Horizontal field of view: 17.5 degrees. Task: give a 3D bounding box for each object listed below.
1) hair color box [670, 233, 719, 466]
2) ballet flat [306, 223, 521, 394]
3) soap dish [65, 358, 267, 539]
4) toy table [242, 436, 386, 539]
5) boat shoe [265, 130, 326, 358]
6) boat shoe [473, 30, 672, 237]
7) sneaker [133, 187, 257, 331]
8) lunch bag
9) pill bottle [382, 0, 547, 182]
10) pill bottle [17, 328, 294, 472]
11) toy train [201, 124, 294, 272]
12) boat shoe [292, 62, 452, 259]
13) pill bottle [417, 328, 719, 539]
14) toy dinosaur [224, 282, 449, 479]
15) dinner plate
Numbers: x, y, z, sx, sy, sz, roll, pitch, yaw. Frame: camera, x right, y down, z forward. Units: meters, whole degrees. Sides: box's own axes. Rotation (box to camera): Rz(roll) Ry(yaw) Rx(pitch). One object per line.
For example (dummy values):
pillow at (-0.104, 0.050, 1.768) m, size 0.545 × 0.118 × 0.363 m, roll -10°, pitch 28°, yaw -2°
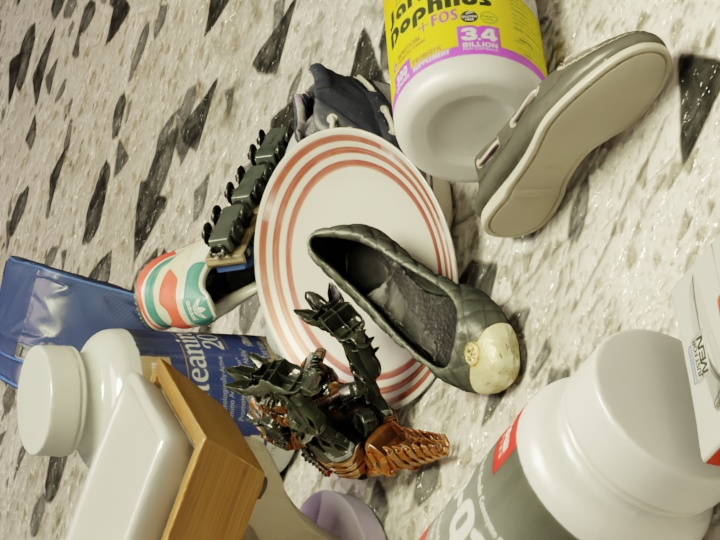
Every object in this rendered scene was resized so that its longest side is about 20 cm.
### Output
hair color box at (0.229, -0.002, 1.097) m, size 0.200 × 0.064 × 0.111 m, roll -53°, pitch 31°, yaw 41°
ballet flat at (0.034, 0.027, 1.524) m, size 0.200 × 0.057 × 0.067 m, roll 34°, pitch 111°, yaw 46°
soap dish at (-0.135, 0.177, 1.536) m, size 0.201 × 0.081 × 0.157 m, roll -69°, pitch 20°, yaw 10°
toy table at (-0.060, 0.211, 1.600) m, size 0.200 × 0.117 × 0.185 m, roll -147°, pitch 75°, yaw -69°
boat shoe at (-0.015, -0.029, 1.740) m, size 0.091 × 0.070 × 0.202 m, roll -9°, pitch 71°, yaw 63°
boat shoe at (0.120, -0.095, 1.428) m, size 0.200 × 0.066 × 0.057 m, roll -53°, pitch 45°, yaw 48°
sneaker at (-0.080, -0.016, 1.814) m, size 0.093 × 0.071 × 0.200 m, roll 4°, pitch 34°, yaw 47°
lunch bag at (-0.283, 0.069, 2.239) m, size 0.200 × 0.135 × 0.133 m, roll -168°, pitch 95°, yaw -70°
pill bottle at (0.068, -0.162, 1.564) m, size 0.104 × 0.104 × 0.201 m, roll -55°, pitch 28°, yaw 40°
pill bottle at (-0.153, 0.101, 1.776) m, size 0.111 × 0.199 × 0.112 m, roll -13°, pitch 75°, yaw 63°
toy train at (-0.081, -0.051, 1.764) m, size 0.200 × 0.034 × 0.046 m, roll -66°, pitch -34°, yaw -59°
boat shoe at (0.002, -0.072, 1.678) m, size 0.075 × 0.092 × 0.200 m, roll -61°, pitch 25°, yaw 29°
pill bottle at (0.112, 0.128, 1.224) m, size 0.200 × 0.113 × 0.114 m, roll -56°, pitch 27°, yaw 39°
toy dinosaur at (-0.011, 0.093, 1.592) m, size 0.199 × 0.136 × 0.102 m, roll -5°, pitch 37°, yaw 33°
dinner plate at (0.000, 0.000, 1.629) m, size 0.199 × 0.024 × 0.202 m, roll 10°, pitch 103°, yaw 45°
